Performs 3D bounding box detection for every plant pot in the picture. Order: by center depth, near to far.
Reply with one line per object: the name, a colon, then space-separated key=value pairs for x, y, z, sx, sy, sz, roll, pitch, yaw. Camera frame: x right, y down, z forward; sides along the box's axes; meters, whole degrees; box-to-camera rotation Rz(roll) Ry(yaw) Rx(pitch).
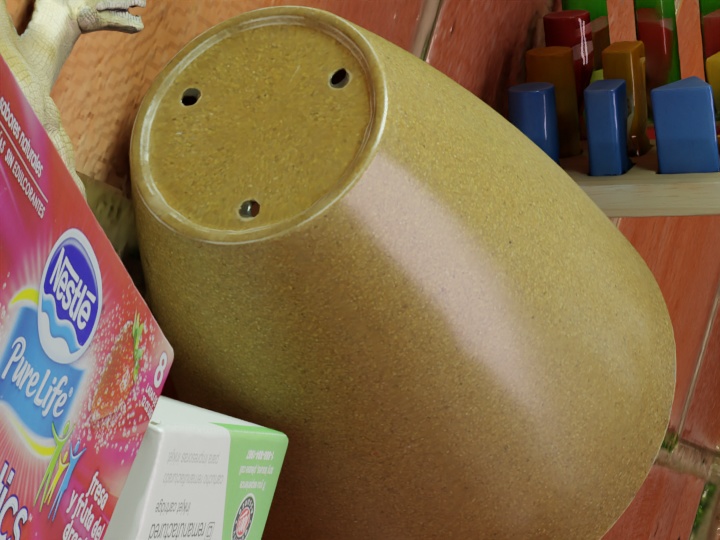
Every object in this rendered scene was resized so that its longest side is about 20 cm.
plant pot: x=0.000 y=0.000 z=1.018 sx=0.187 sy=0.185 sz=0.200 roll=-68 pitch=152 yaw=-22

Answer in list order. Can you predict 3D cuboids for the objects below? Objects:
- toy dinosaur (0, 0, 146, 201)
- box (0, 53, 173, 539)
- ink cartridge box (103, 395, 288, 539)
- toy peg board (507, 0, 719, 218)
toy dinosaur: x=-0.108 y=-0.036 z=0.804 sx=0.200 sy=0.058 sz=0.102 roll=-56 pitch=143 yaw=-72
box: x=-0.121 y=0.015 z=0.673 sx=0.200 sy=0.099 sz=0.096 roll=68 pitch=40 yaw=-67
ink cartridge box: x=-0.103 y=0.135 z=0.905 sx=0.145 sy=0.083 sz=0.201 roll=17 pitch=89 yaw=-76
toy peg board: x=0.166 y=-0.098 z=1.516 sx=0.199 sy=0.198 sz=0.099 roll=-39 pitch=124 yaw=-66
